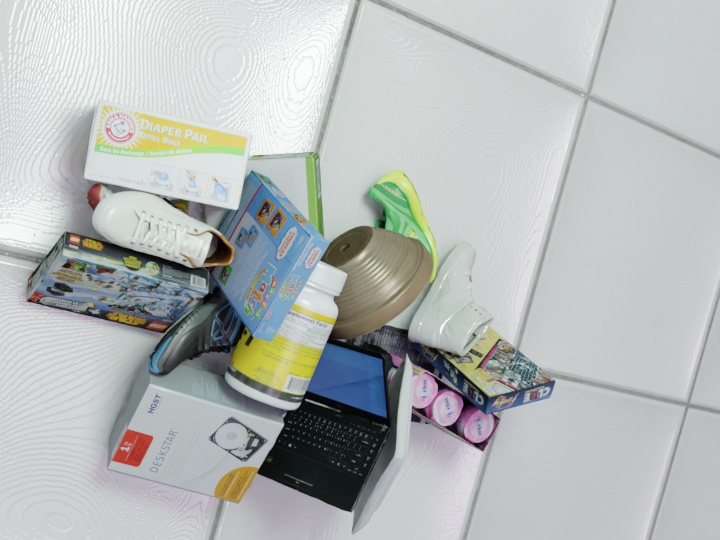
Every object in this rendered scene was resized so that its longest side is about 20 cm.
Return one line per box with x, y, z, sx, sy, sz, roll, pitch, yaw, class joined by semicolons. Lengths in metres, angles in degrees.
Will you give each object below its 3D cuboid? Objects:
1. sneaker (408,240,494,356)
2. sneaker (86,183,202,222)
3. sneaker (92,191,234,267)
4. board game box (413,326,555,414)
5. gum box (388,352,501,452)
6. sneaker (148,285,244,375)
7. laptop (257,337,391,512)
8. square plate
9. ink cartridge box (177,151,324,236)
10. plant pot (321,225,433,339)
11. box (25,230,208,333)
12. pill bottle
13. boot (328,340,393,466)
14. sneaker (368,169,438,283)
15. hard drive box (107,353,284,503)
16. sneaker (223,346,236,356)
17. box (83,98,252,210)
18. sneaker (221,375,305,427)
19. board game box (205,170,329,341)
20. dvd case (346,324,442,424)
0.171;0.050;1.544;0.200;0.115;0.074;-60;155;-24;sneaker
-0.283;-0.071;1.276;0.082;0.078;0.200;-55;141;1;sneaker
-0.240;-0.049;1.209;0.200;0.085;0.073;14;97;-48;sneaker
0.196;0.150;1.531;0.135;0.200;0.035;-9;121;-30;board game box
0.117;0.211;1.544;0.200;0.113;0.066;34;81;-31;gum box
-0.206;0.085;1.307;0.082;0.073;0.200;51;50;-8;sneaker
-0.058;0.205;1.336;0.201;0.177;0.103;-62;142;-19;laptop
0.037;0.257;1.404;0.028;0.199;0.200;18;129;-6;square plate
-0.157;-0.092;1.374;0.199;0.076;0.149;-2;102;4;ink cartridge box
0.000;0.000;1.403;0.201;0.201;0.093;-44;116;-17;plant pot
-0.320;0.020;1.256;0.199;0.137;0.040;17;53;-33;box
-0.099;0.078;1.306;0.114;0.114;0.201;22;92;-32;pill bottle
-0.005;0.203;1.432;0.076;0.200;0.169;15;100;1;boot
0.067;-0.065;1.518;0.083;0.074;0.201;-22;117;3;sneaker
-0.231;0.224;1.331;0.199;0.077;0.156;20;114;-21;hard drive box
-0.107;0.098;1.432;0.199;0.071;0.080;9;99;-30;sneaker
-0.253;-0.150;1.246;0.199;0.112;0.102;11;94;-14;box
-0.167;0.212;1.419;0.199;0.070;0.109;-2;99;-33;sneaker
-0.131;-0.023;1.255;0.037;0.200;0.152;21;107;-37;board game box
0.052;0.169;1.574;0.199;0.016;0.149;15;91;-32;dvd case
